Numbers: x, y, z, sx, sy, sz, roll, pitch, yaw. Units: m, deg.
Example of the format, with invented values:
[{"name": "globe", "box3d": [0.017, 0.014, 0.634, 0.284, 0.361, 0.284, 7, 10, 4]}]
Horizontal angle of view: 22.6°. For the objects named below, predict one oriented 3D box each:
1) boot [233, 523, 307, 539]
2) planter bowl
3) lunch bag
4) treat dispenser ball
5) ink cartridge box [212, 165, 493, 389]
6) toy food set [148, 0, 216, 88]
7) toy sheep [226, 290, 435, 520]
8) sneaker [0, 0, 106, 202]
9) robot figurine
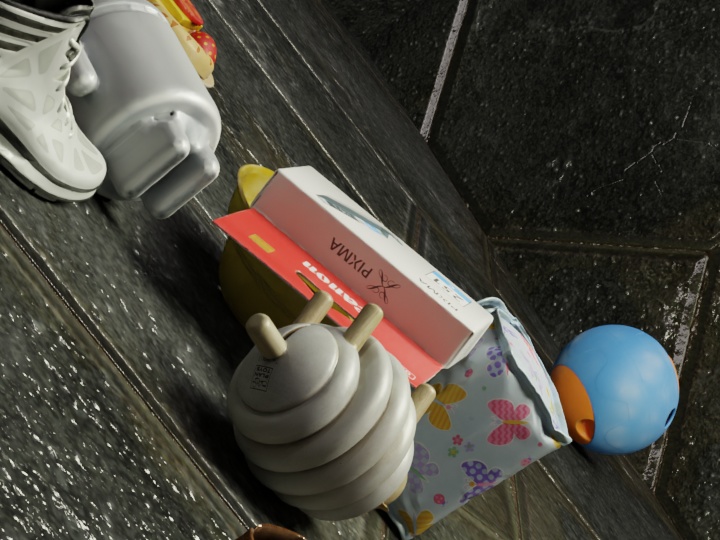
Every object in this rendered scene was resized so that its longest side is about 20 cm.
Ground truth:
[{"name": "boot", "box3d": [-0.084, 0.158, 0.609, 0.077, 0.155, 0.200, 54, 9, 7]}, {"name": "planter bowl", "box3d": [-0.056, 0.013, 1.493, 0.200, 0.083, 0.200, 42, 16, -15]}, {"name": "lunch bag", "box3d": [0.074, 0.114, 1.539, 0.127, 0.169, 0.200, 57, 10, -11]}, {"name": "treat dispenser ball", "box3d": [0.391, 0.184, 2.786, 0.201, 0.201, 0.201, 51, 9, -12]}, {"name": "ink cartridge box", "box3d": [0.000, 0.000, 1.381, 0.200, 0.045, 0.176, 39, 14, 7]}, {"name": "toy food set", "box3d": [-0.217, -0.281, 1.945, 0.198, 0.049, 0.200, 54, 9, 3]}, {"name": "toy sheep", "box3d": [-0.025, 0.094, 1.229, 0.200, 0.138, 0.138, 54, 7, -35]}, {"name": "sneaker", "box3d": [-0.203, -0.122, 1.198, 0.076, 0.115, 0.200, 59, 10, 33]}, {"name": "robot figurine", "box3d": [-0.179, -0.133, 1.366, 0.170, 0.113, 0.200, 43, 14, -55]}]
